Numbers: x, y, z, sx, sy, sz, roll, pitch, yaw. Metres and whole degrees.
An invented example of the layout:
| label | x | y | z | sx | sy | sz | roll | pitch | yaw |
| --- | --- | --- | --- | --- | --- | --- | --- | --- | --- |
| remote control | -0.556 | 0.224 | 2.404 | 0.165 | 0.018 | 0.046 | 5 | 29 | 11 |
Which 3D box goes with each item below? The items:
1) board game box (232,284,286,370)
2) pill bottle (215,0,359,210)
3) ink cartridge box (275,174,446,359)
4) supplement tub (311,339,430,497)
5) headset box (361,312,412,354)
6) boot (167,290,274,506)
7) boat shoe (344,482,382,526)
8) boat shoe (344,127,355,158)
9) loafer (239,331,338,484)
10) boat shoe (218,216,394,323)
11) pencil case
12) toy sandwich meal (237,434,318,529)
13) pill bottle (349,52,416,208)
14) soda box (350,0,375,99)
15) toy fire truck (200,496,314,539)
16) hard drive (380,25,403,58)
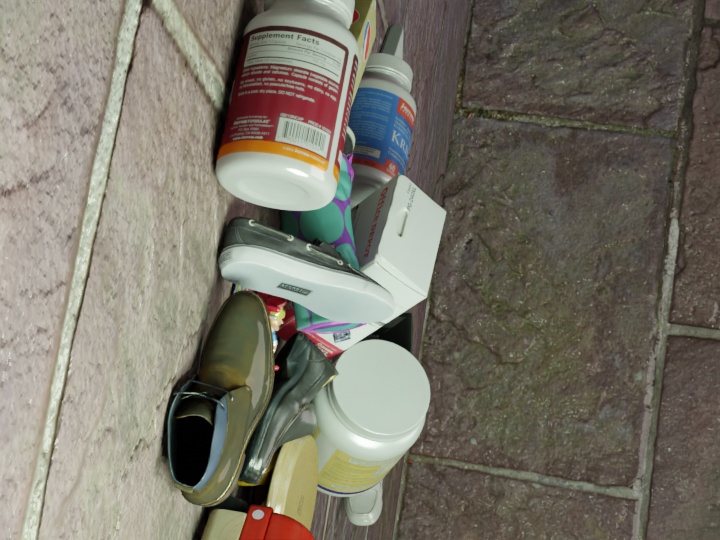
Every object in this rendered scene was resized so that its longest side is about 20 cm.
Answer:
| label | x | y | z | sx | sy | sz | roll | pitch | yaw |
| --- | --- | --- | --- | --- | --- | --- | --- | --- | --- |
| board game box | -0.102 | 0.068 | 1.314 | 0.200 | 0.039 | 0.159 | 81 | 18 | -62 |
| pill bottle | -0.062 | -0.166 | 1.133 | 0.113 | 0.112 | 0.201 | 72 | 26 | -71 |
| ink cartridge box | 0.000 | 0.000 | 1.448 | 0.200 | 0.083 | 0.146 | -34 | -151 | 41 |
| supplement tub | -0.003 | 0.184 | 1.530 | 0.200 | 0.144 | 0.146 | 121 | -16 | -56 |
| headset box | -0.003 | 0.148 | 1.675 | 0.201 | 0.147 | 0.075 | 90 | 3 | -46 |
| boot | -0.123 | 0.111 | 1.095 | 0.097 | 0.074 | 0.201 | 68 | 32 | -79 |
| boat shoe | 0.007 | 0.384 | 2.270 | 0.200 | 0.070 | 0.070 | -86 | 177 | -57 |
| boat shoe | -0.046 | -0.120 | 1.447 | 0.200 | 0.073 | 0.061 | 99 | -3 | -72 |
| loafer | -0.078 | 0.158 | 1.356 | 0.073 | 0.072 | 0.201 | -44 | -164 | 48 |
| boat shoe | -0.050 | -0.003 | 1.212 | 0.070 | 0.199 | 0.067 | -36 | -135 | 48 |
| pencil case | -0.037 | -0.029 | 1.324 | 0.085 | 0.092 | 0.201 | 117 | -35 | -71 |
| toy sandwich meal | -0.101 | 0.263 | 1.428 | 0.205 | 0.070 | 0.207 | 8 | 90 | -79 |
| pill bottle | 0.015 | -0.188 | 1.653 | 0.112 | 0.111 | 0.201 | 80 | 19 | -64 |
| soda box | -0.029 | -0.256 | 1.454 | 0.201 | 0.064 | 0.068 | -75 | 169 | -47 |
| toy fire truck | -0.068 | 0.337 | 1.230 | 0.129 | 0.198 | 0.177 | -74 | 168 | -49 |
| hard drive | 0.049 | -0.295 | 2.090 | 0.132 | 0.026 | 0.201 | -74 | 168 | -48 |
